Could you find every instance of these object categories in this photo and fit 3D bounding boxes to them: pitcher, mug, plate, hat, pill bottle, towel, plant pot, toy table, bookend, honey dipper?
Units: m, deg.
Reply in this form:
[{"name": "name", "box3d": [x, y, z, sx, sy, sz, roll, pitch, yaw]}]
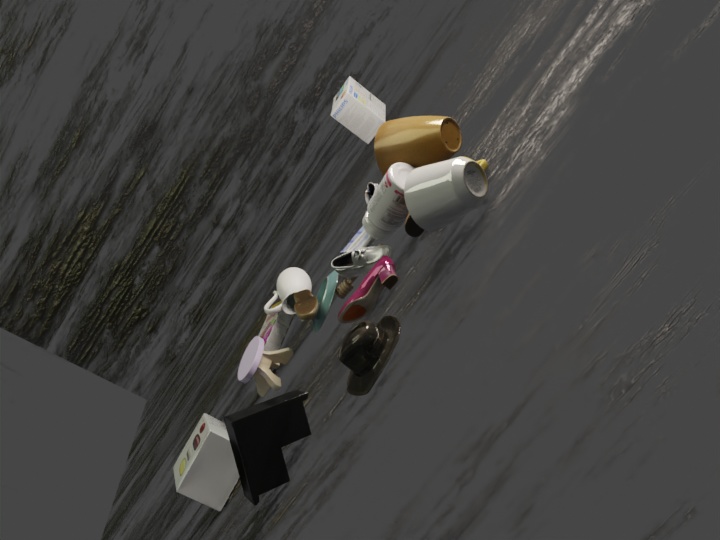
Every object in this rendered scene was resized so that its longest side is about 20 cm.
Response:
[{"name": "pitcher", "box3d": [-0.244, 0.076, 2.002, 0.168, 0.123, 0.201, -14, 27, -5]}, {"name": "mug", "box3d": [0.203, -0.195, 1.330, 0.152, 0.148, 0.189, -18, 50, 50]}, {"name": "plate", "box3d": [-0.113, 0.087, 1.788, 0.200, 0.025, 0.203, -159, 89, -77]}, {"name": "hat", "box3d": [0.003, 0.176, 1.348, 0.201, 0.080, 0.202, -48, 23, 27]}, {"name": "pill bottle", "box3d": [0.085, -0.180, 1.601, 0.201, 0.112, 0.115, -55, 16, 45]}, {"name": "towel", "box3d": [0.010, -0.098, 1.786, 0.147, 0.024, 0.200, -51, 14, -10]}, {"name": "plant pot", "box3d": [0.168, -0.339, 1.605, 0.198, 0.186, 0.189, -9, 50, 48]}, {"name": "toy table", "box3d": [-0.304, 0.301, 1.868, 0.184, 0.116, 0.201, -50, 20, 22]}, {"name": "bookend", "box3d": [-0.205, 0.420, 1.444, 0.197, 0.202, 0.092, -17, 3, -26]}, {"name": "honey dipper", "box3d": [0.000, 0.000, 1.690, 0.200, 0.038, 0.038, -49, 21, 21]}]

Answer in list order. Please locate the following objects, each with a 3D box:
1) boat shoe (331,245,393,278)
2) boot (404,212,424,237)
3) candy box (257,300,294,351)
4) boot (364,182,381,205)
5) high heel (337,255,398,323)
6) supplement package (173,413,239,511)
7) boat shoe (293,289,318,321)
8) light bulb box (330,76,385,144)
[{"name": "boat shoe", "box3d": [0.001, -0.032, 1.631, 0.198, 0.068, 0.073, -11, 60, 43]}, {"name": "boot", "box3d": [0.170, -0.183, 1.504, 0.202, 0.073, 0.076, -57, 9, 10]}, {"name": "candy box", "box3d": [-0.304, 0.210, 2.087, 0.136, 0.061, 0.202, -29, 34, 56]}, {"name": "boot", "box3d": [0.066, -0.243, 1.799, 0.074, 0.095, 0.202, -45, 23, 32]}, {"name": "high heel", "box3d": [0.011, 0.048, 1.527, 0.200, 0.067, 0.097, -46, 32, 18]}, {"name": "supplement package", "box3d": [-0.443, 0.564, 1.770, 0.193, 0.146, 0.199, -61, 18, -9]}, {"name": "boat shoe", "box3d": [-0.158, 0.115, 1.758, 0.071, 0.066, 0.200, -17, 17, -8]}, {"name": "light bulb box", "box3d": [-0.007, -0.659, 2.447, 0.125, 0.198, 0.200, -46, 22, 29]}]
